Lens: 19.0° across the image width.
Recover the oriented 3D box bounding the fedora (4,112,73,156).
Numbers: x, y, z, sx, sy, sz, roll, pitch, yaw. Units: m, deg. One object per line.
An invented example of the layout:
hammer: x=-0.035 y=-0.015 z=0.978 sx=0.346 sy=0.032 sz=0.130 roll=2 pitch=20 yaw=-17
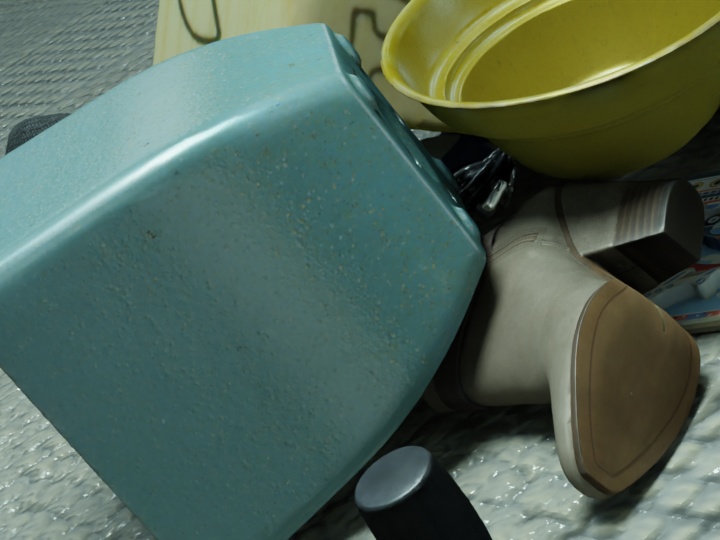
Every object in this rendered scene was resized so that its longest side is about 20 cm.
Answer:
fedora: x=-0.190 y=-0.065 z=1.479 sx=0.200 sy=0.092 sz=0.201 roll=-12 pitch=1 yaw=0

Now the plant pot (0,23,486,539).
plant pot: x=-0.053 y=-0.005 z=1.034 sx=0.200 sy=0.196 sz=0.196 roll=-36 pitch=19 yaw=8

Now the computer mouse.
computer mouse: x=0.000 y=0.000 z=1.203 sx=0.199 sy=0.053 sz=0.138 roll=-28 pitch=3 yaw=-6

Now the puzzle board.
puzzle board: x=0.137 y=-0.008 z=1.103 sx=0.199 sy=0.017 sz=0.151 roll=-9 pitch=27 yaw=42

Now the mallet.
mallet: x=-0.001 y=0.147 z=0.829 sx=0.041 sy=0.066 sz=0.200 roll=-16 pitch=23 yaw=34

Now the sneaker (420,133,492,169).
sneaker: x=-0.017 y=-0.059 z=1.328 sx=0.199 sy=0.088 sz=0.075 roll=-16 pitch=21 yaw=27

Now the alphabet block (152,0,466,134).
alphabet block: x=0.009 y=-0.184 z=1.234 sx=0.196 sy=0.201 sz=0.195 roll=4 pitch=5 yaw=-27

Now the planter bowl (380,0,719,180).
planter bowl: x=0.117 y=-0.102 z=1.052 sx=0.200 sy=0.084 sz=0.201 roll=-19 pitch=30 yaw=11

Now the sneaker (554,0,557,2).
sneaker: x=0.158 y=-0.186 z=1.146 sx=0.199 sy=0.116 sz=0.078 roll=-26 pitch=16 yaw=-8

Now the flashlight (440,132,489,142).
flashlight: x=0.104 y=-0.107 z=1.317 sx=0.068 sy=0.068 sz=0.200 roll=-27 pitch=17 yaw=-22

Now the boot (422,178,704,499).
boot: x=0.083 y=0.038 z=0.992 sx=0.146 sy=0.070 sz=0.200 roll=-24 pitch=30 yaw=42
